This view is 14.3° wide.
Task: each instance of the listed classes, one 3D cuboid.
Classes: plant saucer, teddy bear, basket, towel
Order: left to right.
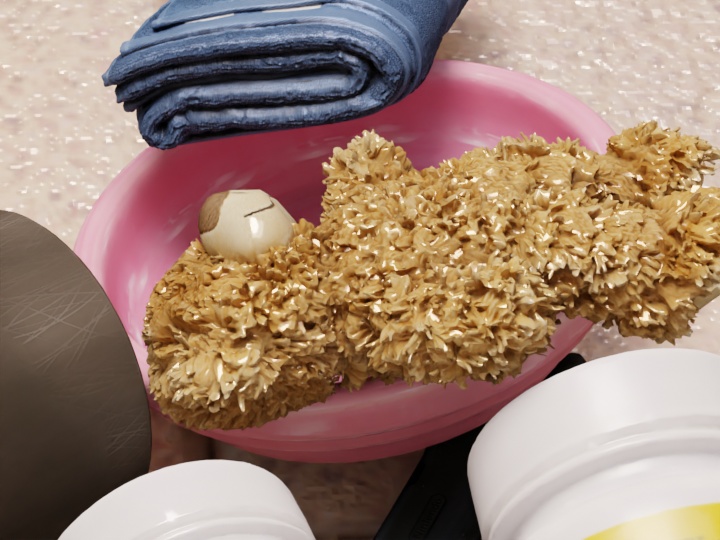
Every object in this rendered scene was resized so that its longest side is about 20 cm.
[{"bbox_3d":[-0.173,0.065,0.879,0.199,0.180,0.136,-26,80,-38],"label":"basket"},{"bbox_3d":[-0.017,-0.099,1.059,0.111,0.049,0.200,-7,17,13],"label":"towel"},{"bbox_3d":[0.000,0.000,1.000,0.199,0.051,0.201,-9,36,7],"label":"plant saucer"},{"bbox_3d":[0.026,-0.008,0.903,0.199,0.067,0.145,-4,34,11],"label":"teddy bear"}]

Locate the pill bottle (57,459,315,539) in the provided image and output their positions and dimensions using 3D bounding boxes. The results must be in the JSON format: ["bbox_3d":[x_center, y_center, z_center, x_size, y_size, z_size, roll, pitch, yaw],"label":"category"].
[{"bbox_3d":[-0.021,0.153,0.803,0.112,0.113,0.200,-14,49,-19],"label":"pill bottle"}]

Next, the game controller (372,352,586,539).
[{"bbox_3d":[0.053,0.106,0.941,0.104,0.042,0.200,30,49,4],"label":"game controller"}]

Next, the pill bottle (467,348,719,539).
[{"bbox_3d":[0.098,0.131,0.834,0.113,0.115,0.201,-7,57,-12],"label":"pill bottle"}]
